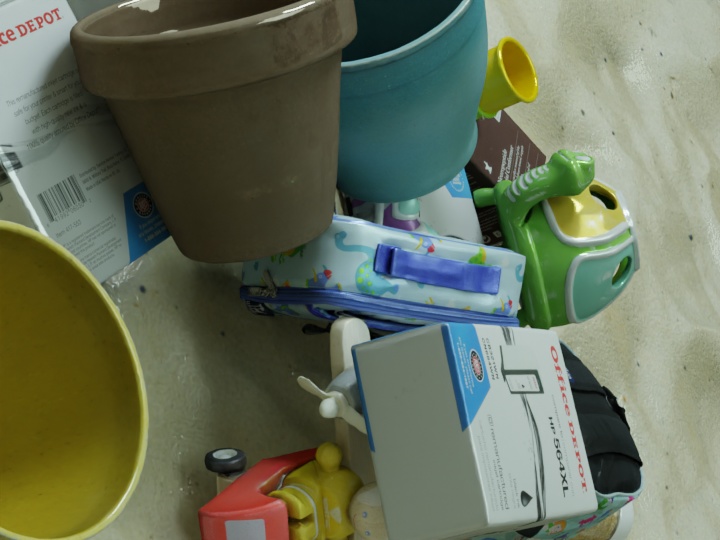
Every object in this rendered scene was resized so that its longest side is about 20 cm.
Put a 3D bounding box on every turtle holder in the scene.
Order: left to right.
[{"bbox_3d":[0.178,-0.037,1.764,0.141,0.131,0.186,-103,179,-66],"label":"turtle holder"}]

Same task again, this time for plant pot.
[{"bbox_3d":[-0.249,0.086,1.192,0.200,0.142,0.201,29,50,-43],"label":"plant pot"},{"bbox_3d":[-0.087,-0.105,1.358,0.200,0.199,0.175,-39,121,-55],"label":"plant pot"},{"bbox_3d":[0.012,-0.162,1.544,0.188,0.199,0.201,74,21,-47],"label":"plant pot"}]

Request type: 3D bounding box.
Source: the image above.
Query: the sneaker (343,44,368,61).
[{"bbox_3d":[-0.009,-0.227,1.720,0.074,0.118,0.201,47,38,-25],"label":"sneaker"}]

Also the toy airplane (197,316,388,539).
[{"bbox_3d":[-0.002,0.162,1.432,0.200,0.141,0.200,41,77,-34],"label":"toy airplane"}]

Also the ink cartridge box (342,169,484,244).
[{"bbox_3d":[0.062,0.004,1.735,0.116,0.068,0.201,-2,74,-54],"label":"ink cartridge box"}]

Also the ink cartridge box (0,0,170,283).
[{"bbox_3d":[-0.231,-0.082,1.359,0.201,0.086,0.146,62,34,-8],"label":"ink cartridge box"}]

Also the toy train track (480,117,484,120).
[{"bbox_3d":[0.062,-0.198,1.734,0.200,0.032,0.115,50,18,-48],"label":"toy train track"}]

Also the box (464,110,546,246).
[{"bbox_3d":[0.089,-0.123,1.841,0.200,0.075,0.100,42,42,-31],"label":"box"}]

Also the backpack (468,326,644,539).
[{"bbox_3d":[0.142,0.140,1.608,0.200,0.150,0.178,3,54,-59],"label":"backpack"}]

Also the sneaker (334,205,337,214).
[{"bbox_3d":[-0.100,-0.071,1.550,0.200,0.075,0.115,56,36,-9],"label":"sneaker"}]

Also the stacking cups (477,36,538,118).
[{"bbox_3d":[0.055,-0.136,1.684,0.060,0.199,0.061,36,42,-42],"label":"stacking cups"}]

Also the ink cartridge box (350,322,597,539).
[{"bbox_3d":[0.086,0.117,1.412,0.200,0.084,0.147,5,71,-61],"label":"ink cartridge box"}]

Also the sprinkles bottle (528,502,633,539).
[{"bbox_3d":[0.170,0.215,1.770,0.200,0.068,0.069,16,60,-49],"label":"sprinkles bottle"}]

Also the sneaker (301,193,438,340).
[{"bbox_3d":[0.000,0.000,1.629,0.200,0.140,0.078,53,-10,8],"label":"sneaker"}]

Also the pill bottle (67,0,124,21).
[{"bbox_3d":[-0.146,-0.239,1.541,0.112,0.112,0.200,59,34,-13],"label":"pill bottle"}]

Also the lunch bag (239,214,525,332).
[{"bbox_3d":[0.017,0.005,1.492,0.199,0.160,0.083,9,85,-35],"label":"lunch bag"}]
